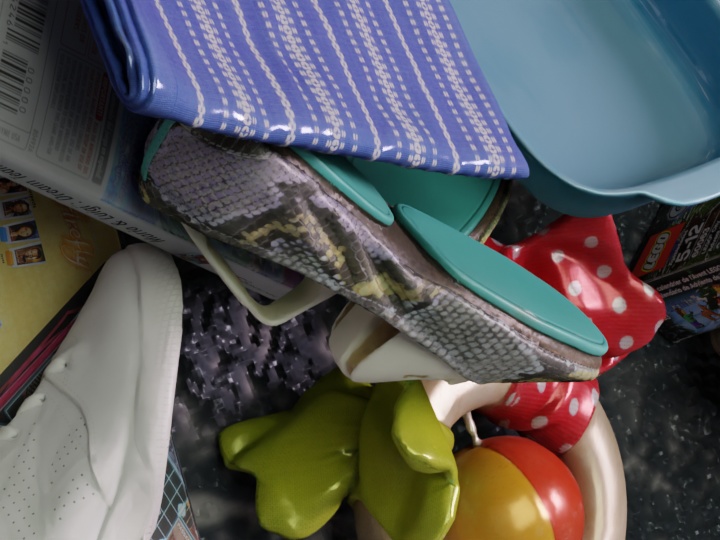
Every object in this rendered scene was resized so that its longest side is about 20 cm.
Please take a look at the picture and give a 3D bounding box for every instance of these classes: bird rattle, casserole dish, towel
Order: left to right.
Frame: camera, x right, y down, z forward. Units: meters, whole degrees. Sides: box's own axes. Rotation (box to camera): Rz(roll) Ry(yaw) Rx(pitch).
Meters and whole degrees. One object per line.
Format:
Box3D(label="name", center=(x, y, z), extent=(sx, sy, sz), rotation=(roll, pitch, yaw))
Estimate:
Box3D(label="towel", center=(-0.028, -0.102, 0.840), extent=(0.200, 0.024, 0.145), rotation=(7, 54, -50))
Box3D(label="bird rattle", center=(0.047, 0.073, 0.996), extent=(0.200, 0.113, 0.163), rotation=(-27, 103, -46))
Box3D(label="casserole dish", center=(0.077, -0.097, 0.985), extent=(0.121, 0.039, 0.200), rotation=(-21, 65, -29))

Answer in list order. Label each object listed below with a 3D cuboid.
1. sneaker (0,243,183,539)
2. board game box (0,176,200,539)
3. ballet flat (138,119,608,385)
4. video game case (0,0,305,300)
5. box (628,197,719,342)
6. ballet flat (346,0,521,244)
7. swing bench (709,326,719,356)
Box3D(label="sneaker", center=(-0.112, 0.075, 0.858), extent=(0.088, 0.075, 0.200), rotation=(11, 62, -1))
Box3D(label="board game box", center=(-0.140, 0.043, 0.906), extent=(0.135, 0.035, 0.200), rotation=(-11, 82, -32))
Box3D(label="ballet flat", center=(0.000, 0.000, 0.878), extent=(0.200, 0.072, 0.072), rotation=(34, 61, -33))
Box3D(label="video game case", center=(-0.063, -0.109, 0.883), extent=(0.182, 0.024, 0.200), rotation=(26, 67, -46))
Box3D(label="box", center=(0.202, -0.068, 1.080), extent=(0.038, 0.137, 0.200), rotation=(41, 60, -17))
Box3D(label="ballet flat", center=(0.029, -0.053, 1.004), extent=(0.071, 0.071, 0.200), rotation=(32, 50, -20))
Box3D(label="swing bench", center=(0.273, 0.047, 1.099), extent=(0.199, 0.130, 0.200), rotation=(48, 64, -11))
